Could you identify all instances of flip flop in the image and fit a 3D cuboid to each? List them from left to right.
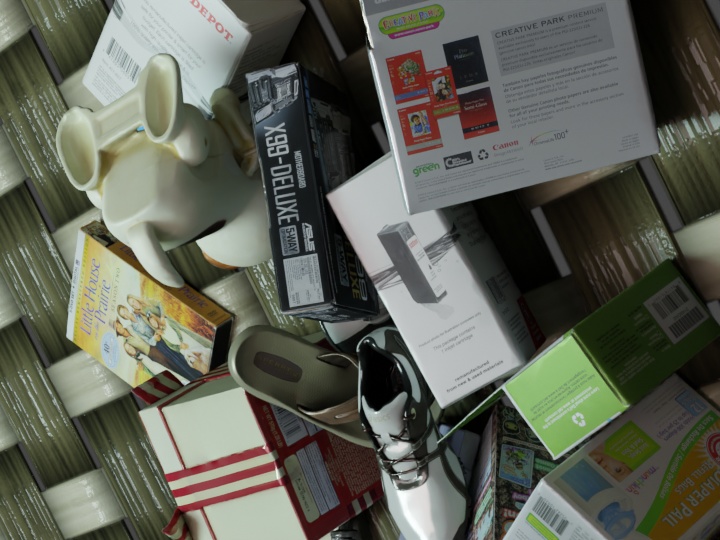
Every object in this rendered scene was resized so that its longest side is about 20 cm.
[{"bbox_3d":[-0.019,0.100,1.738,0.198,0.082,0.058,22,169,-11],"label":"flip flop"}]

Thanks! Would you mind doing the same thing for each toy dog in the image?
[{"bbox_3d":[-0.131,-0.071,1.707,0.139,0.199,0.195,-36,58,24],"label":"toy dog"}]

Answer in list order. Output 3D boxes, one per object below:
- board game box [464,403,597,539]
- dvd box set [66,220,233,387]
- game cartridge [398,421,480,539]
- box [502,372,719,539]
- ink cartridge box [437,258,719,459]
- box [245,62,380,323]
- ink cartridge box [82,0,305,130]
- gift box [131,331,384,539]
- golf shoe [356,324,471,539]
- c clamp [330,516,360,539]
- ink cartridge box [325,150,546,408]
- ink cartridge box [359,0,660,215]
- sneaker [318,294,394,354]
[{"bbox_3d":[0.130,0.246,1.673,0.096,0.201,0.160,15,131,-8],"label":"board game box"},{"bbox_3d":[-0.219,0.058,2.040,0.199,0.029,0.147,34,131,26],"label":"dvd box set"},{"bbox_3d":[0.056,0.234,1.751,0.038,0.130,0.202,15,87,-4],"label":"game cartridge"},{"bbox_3d":[0.218,0.187,1.570,0.112,0.199,0.102,41,134,17],"label":"box"},{"bbox_3d":[0.175,0.093,1.602,0.076,0.147,0.200,52,137,7],"label":"ink cartridge box"},{"bbox_3d":[-0.038,-0.060,1.665,0.049,0.158,0.202,-10,83,14],"label":"box"},{"bbox_3d":[-0.153,-0.204,1.804,0.146,0.084,0.201,46,134,15],"label":"ink cartridge box"},{"bbox_3d":[-0.096,0.162,1.862,0.186,0.199,0.186,-17,93,48],"label":"gift box"},{"bbox_3d":[0.033,0.145,1.660,0.077,0.094,0.202,-20,75,24],"label":"golf shoe"},{"bbox_3d":[-0.008,0.315,1.875,0.027,0.171,0.202,-4,81,7],"label":"c clamp"},{"bbox_3d":[0.064,-0.002,1.648,0.083,0.144,0.201,-28,89,13],"label":"ink cartridge box"},{"bbox_3d":[0.110,-0.156,1.506,0.198,0.084,0.177,-13,105,2],"label":"ink cartridge box"},{"bbox_3d":[0.000,0.000,1.772,0.088,0.074,0.202,-18,98,48],"label":"sneaker"}]
